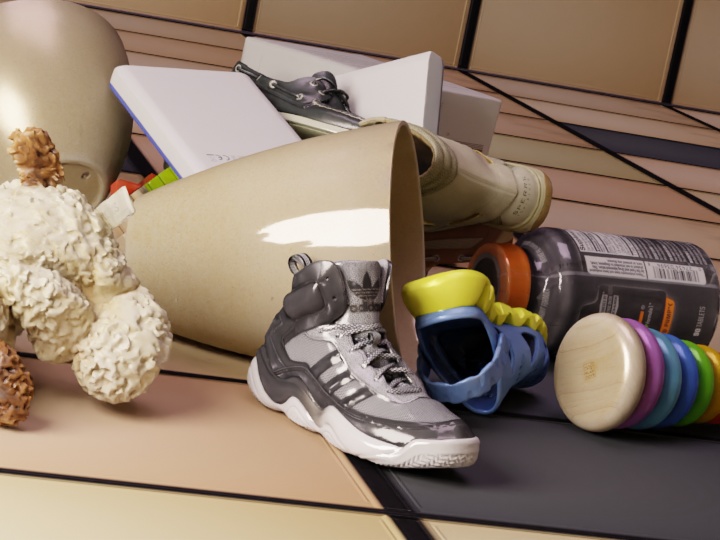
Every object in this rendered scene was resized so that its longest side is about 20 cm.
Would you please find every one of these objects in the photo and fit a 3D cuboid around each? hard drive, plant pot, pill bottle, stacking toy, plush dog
[{"bbox_3d":[-0.017,-0.112,1.923,0.199,0.132,0.027,-11,-26,37],"label":"hard drive"},{"bbox_3d":[-0.062,-0.010,1.567,0.199,0.188,0.187,-2,9,10],"label":"plant pot"},{"bbox_3d":[0.186,0.021,1.768,0.199,0.107,0.106,5,13,-26],"label":"pill bottle"},{"bbox_3d":[0.241,0.083,1.603,0.199,0.086,0.085,8,11,-38],"label":"stacking toy"},{"bbox_3d":[-0.106,-0.103,1.763,0.132,0.025,0.200,0,35,-35],"label":"hard drive"},{"bbox_3d":[-0.239,0.016,1.347,0.199,0.161,0.172,17,39,34],"label":"plush dog"},{"bbox_3d":[-0.276,-0.111,1.827,0.200,0.201,0.135,3,46,-34],"label":"plant pot"}]

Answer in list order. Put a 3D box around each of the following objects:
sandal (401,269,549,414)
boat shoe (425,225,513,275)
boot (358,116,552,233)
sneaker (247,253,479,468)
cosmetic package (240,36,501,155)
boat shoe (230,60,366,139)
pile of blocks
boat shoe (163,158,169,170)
[{"bbox_3d":[0.084,0.064,1.549,0.079,0.087,0.200,-13,-18,22],"label":"sandal"},{"bbox_3d":[0.042,-0.023,1.917,0.199,0.074,0.076,-10,20,3],"label":"boat shoe"},{"bbox_3d":[0.034,-0.078,1.736,0.200,0.072,0.154,8,-5,45],"label":"boot"},{"bbox_3d":[0.005,0.054,1.408,0.075,0.114,0.200,0,16,-44],"label":"sneaker"},{"bbox_3d":[-0.005,-0.115,2.067,0.200,0.168,0.166,21,12,42],"label":"cosmetic package"},{"bbox_3d":[-0.046,-0.144,1.891,0.199,0.066,0.074,14,-15,40],"label":"boat shoe"},{"bbox_3d":[-0.173,-0.060,1.822,0.062,0.082,0.200,54,11,-5],"label":"pile of blocks"},{"bbox_3d":[-0.132,-0.109,1.898,0.075,0.062,0.200,37,-8,-5],"label":"boat shoe"}]
